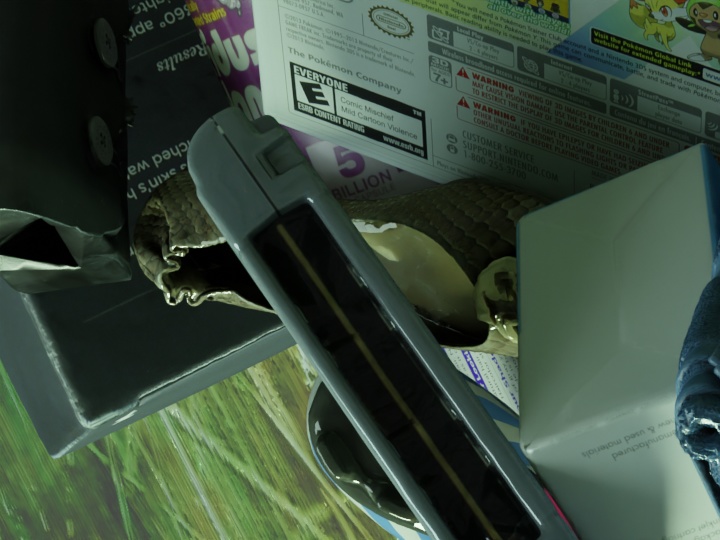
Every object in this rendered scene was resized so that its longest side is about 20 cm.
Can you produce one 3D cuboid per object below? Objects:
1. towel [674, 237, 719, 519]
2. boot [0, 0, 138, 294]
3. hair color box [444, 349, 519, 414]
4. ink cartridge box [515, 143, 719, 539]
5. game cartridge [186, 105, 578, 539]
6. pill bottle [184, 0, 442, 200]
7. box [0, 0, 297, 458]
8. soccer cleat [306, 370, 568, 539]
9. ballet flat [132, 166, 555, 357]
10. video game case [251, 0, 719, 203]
[{"bbox_3d":[0.132,0.036,0.790,0.112,0.048,0.200,65,-161,-12],"label":"towel"},{"bbox_3d":[-0.123,-0.107,1.015,0.165,0.066,0.200,33,-122,-60],"label":"boot"},{"bbox_3d":[0.075,0.033,1.085,0.109,0.065,0.200,63,161,3],"label":"hair color box"},{"bbox_3d":[0.120,0.076,0.892,0.200,0.067,0.116,56,-160,-30],"label":"ink cartridge box"},{"bbox_3d":[0.022,0.052,0.881,0.200,0.040,0.133,55,-178,23],"label":"game cartridge"},{"bbox_3d":[-0.010,-0.111,1.052,0.200,0.112,0.112,66,162,-6],"label":"pill bottle"},{"bbox_3d":[-0.072,-0.060,1.160,0.200,0.196,0.117,63,163,3],"label":"box"},{"bbox_3d":[0.067,0.094,1.013,0.200,0.070,0.086,43,-169,5],"label":"soccer cleat"},{"bbox_3d":[0.000,0.000,0.987,0.200,0.046,0.067,11,128,37],"label":"ballet flat"},{"bbox_3d":[0.053,-0.084,0.903,0.200,0.022,0.182,21,143,21],"label":"video game case"}]
